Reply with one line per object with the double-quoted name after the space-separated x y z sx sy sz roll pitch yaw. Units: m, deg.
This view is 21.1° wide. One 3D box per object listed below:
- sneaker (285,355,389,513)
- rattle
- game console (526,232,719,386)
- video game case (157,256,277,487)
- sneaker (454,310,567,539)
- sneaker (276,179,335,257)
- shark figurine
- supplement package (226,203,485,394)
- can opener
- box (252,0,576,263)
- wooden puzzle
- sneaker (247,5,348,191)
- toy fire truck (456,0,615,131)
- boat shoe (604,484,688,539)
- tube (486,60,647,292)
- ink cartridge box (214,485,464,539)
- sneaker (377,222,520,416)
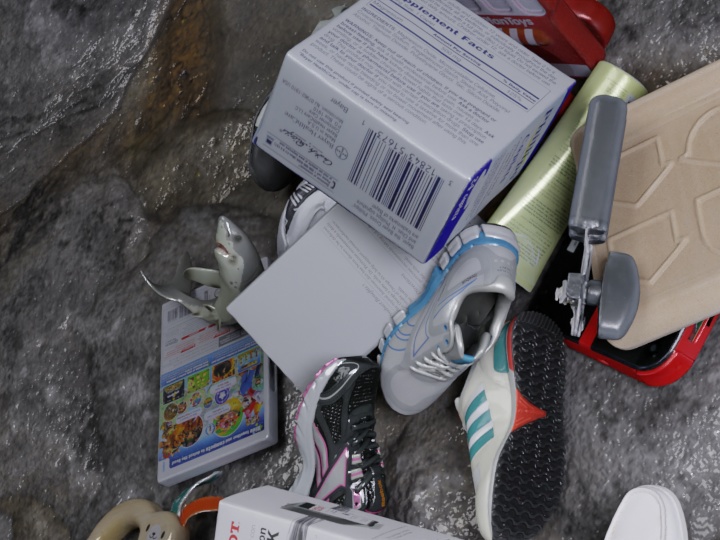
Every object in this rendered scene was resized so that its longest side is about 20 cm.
-0.007 0.169 1.665 0.086 0.080 0.201 27 118 32 "sneaker"
-0.231 0.241 1.821 0.200 0.143 0.131 -38 24 32 "rattle"
0.242 -0.014 1.615 0.177 0.031 0.201 26 86 51 "game console"
-0.139 0.098 1.885 0.143 0.018 0.201 -24 52 30 "video game case"
0.120 0.138 1.626 0.093 0.070 0.201 -21 58 57 "sneaker"
0.008 -0.063 1.804 0.200 0.075 0.115 -52 43 3 "sneaker"
-0.119 0.013 1.868 0.089 0.128 0.214 -38 6 -27 "shark figurine"
0.000 0.000 1.711 0.200 0.117 0.117 -42 92 23 "supplement package"
0.195 -0.040 1.553 0.066 0.053 0.201 5 76 6 "can opener"
0.045 -0.132 1.603 0.184 0.200 0.105 36 132 12 "box"
0.267 -0.053 1.554 0.185 0.046 0.201 -26 58 31 "wooden puzzle"
-0.037 -0.162 1.895 0.088 0.074 0.201 29 89 47 "sneaker"
0.117 -0.218 1.711 0.199 0.168 0.113 11 66 43 "toy fire truck"
0.198 0.255 1.483 0.071 0.069 0.201 -1 68 42 "boat shoe"
0.171 -0.084 1.661 0.058 0.052 0.201 32 89 15 "tube"
-0.025 0.274 1.597 0.199 0.083 0.148 11 98 28 "ink cartridge box"
0.072 0.058 1.613 0.087 0.075 0.201 -97 28 -50 "sneaker"
